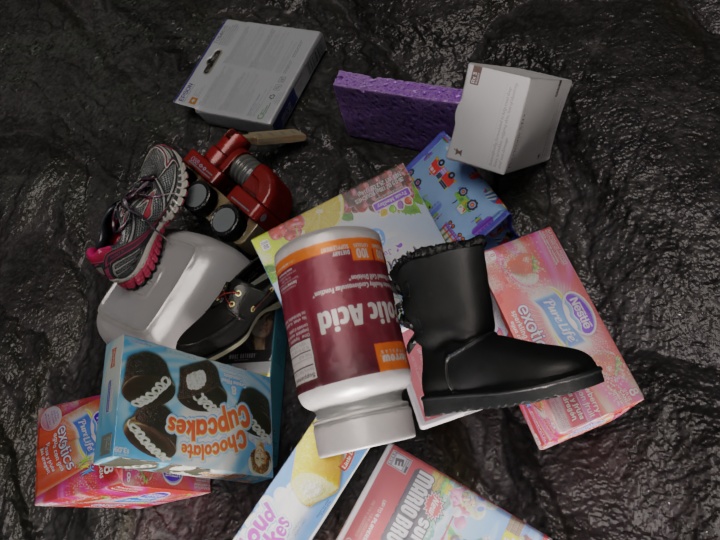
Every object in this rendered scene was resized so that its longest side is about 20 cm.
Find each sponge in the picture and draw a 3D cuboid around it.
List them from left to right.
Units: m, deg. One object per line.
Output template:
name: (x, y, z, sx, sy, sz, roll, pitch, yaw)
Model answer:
sponge: (0.063, -0.219, 0.886, 0.197, 0.112, 0.030, 15, 65, 21)

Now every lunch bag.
lunch bag: (0.081, -0.051, 0.821, 0.199, 0.094, 0.152, -37, 63, 7)

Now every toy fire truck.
toy fire truck: (-0.152, -0.138, 0.910, 0.175, 0.129, 0.201, 37, 87, 27)

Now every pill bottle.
pill bottle: (-0.014, 0.070, 0.611, 0.112, 0.114, 0.204, -14, 76, 6)

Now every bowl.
bowl: (-0.261, 0.030, 0.834, 0.198, 0.075, 0.202, 14, 67, 41)

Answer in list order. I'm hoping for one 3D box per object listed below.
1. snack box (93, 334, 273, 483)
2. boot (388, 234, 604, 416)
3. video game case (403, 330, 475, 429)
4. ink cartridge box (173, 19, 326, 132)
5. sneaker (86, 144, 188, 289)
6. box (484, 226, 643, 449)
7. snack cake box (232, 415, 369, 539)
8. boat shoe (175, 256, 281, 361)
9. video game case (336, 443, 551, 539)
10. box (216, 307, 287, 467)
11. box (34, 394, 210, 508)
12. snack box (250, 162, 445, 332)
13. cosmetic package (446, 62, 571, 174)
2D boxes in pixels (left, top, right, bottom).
snack box: (-0.174, 0.151, 0.653, 0.037, 0.199, 0.118, -24, 57, 31)
boot: (0.119, 0.047, 0.603, 0.196, 0.073, 0.166, -18, 77, 39)
video game case: (0.140, 0.085, 0.735, 0.197, 0.018, 0.145, -18, 66, -4)
ink cartridge box: (-0.182, -0.325, 1.045, 0.197, 0.041, 0.202, 17, 69, 22)
sneaker: (-0.286, -0.081, 0.818, 0.079, 0.075, 0.203, -5, 61, 30)
box: (0.198, 0.072, 0.671, 0.093, 0.103, 0.203, -20, 66, -4)
snack cake box: (-0.066, 0.249, 0.670, 0.067, 0.115, 0.201, 33, 74, 8)
boat shoe: (-0.148, 0.039, 0.758, 0.073, 0.064, 0.201, 13, 40, 36)
video game case: (0.080, 0.296, 0.661, 0.198, 0.018, 0.144, 25, 71, 24)
box: (-0.142, 0.141, 0.789, 0.081, 0.049, 0.203, -5, 62, 11)
box: (-0.253, 0.205, 0.695, 0.098, 0.200, 0.097, -14, 66, 7)
snack box: (0.000, 0.000, 0.723, 0.197, 0.068, 0.171, -26, 80, -5)
cosmetic package: (0.189, -0.191, 0.779, 0.080, 0.115, 0.199, 22, 26, 24)
